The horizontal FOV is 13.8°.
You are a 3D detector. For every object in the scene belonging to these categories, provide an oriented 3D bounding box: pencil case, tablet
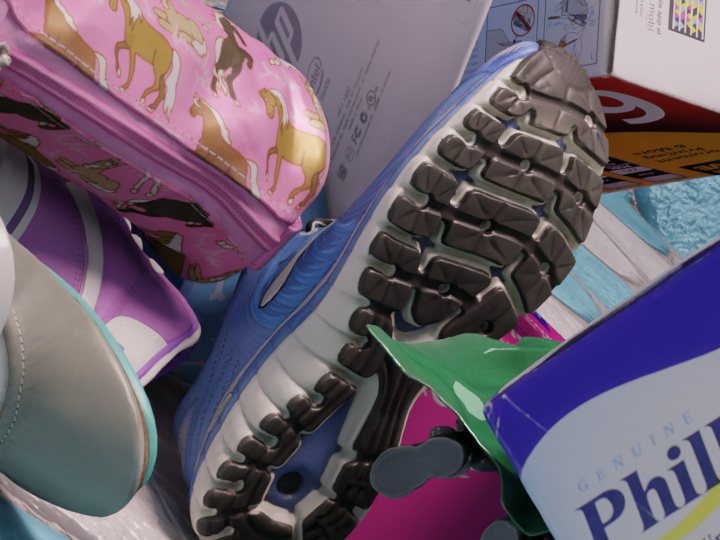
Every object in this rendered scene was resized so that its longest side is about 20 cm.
[{"bbox_3d":[-0.087,-0.064,0.914,0.082,0.087,0.200,-4,-21,30],"label":"pencil case"},{"bbox_3d":[-0.014,-0.071,1.059,0.014,0.201,0.130,-1,35,-38],"label":"tablet"}]

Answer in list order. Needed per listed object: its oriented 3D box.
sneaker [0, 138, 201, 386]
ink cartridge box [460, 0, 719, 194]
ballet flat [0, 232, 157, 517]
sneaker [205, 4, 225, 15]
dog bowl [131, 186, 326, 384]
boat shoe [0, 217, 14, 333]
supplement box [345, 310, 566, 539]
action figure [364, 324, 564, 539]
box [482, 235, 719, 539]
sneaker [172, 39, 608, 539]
[{"bbox_3d":[-0.108,-0.014,1.024,0.114,0.073,0.201,44,18,-24],"label":"sneaker"},{"bbox_3d":[0.083,-0.078,1.132,0.175,0.085,0.199,14,-15,-41],"label":"ink cartridge box"},{"bbox_3d":[-0.136,0.004,0.873,0.063,0.068,0.200,-8,45,-42],"label":"ballet flat"},{"bbox_3d":[-0.107,-0.089,1.222,0.200,0.071,0.098,29,13,35],"label":"sneaker"},{"bbox_3d":[-0.090,-0.042,1.095,0.049,0.112,0.200,5,35,-42],"label":"dog bowl"},{"bbox_3d":[-0.177,-0.036,0.815,0.200,0.074,0.060,42,27,30],"label":"boat shoe"},{"bbox_3d":[0.032,0.065,1.134,0.101,0.103,0.200,44,11,-10],"label":"supplement box"},{"bbox_3d":[0.068,0.064,0.962,0.119,0.055,0.200,57,21,11],"label":"action figure"},{"bbox_3d":[0.152,0.097,0.872,0.201,0.105,0.184,61,17,14],"label":"box"},{"bbox_3d":[0.000,0.000,0.988,0.078,0.200,0.089,34,11,-37],"label":"sneaker"}]
